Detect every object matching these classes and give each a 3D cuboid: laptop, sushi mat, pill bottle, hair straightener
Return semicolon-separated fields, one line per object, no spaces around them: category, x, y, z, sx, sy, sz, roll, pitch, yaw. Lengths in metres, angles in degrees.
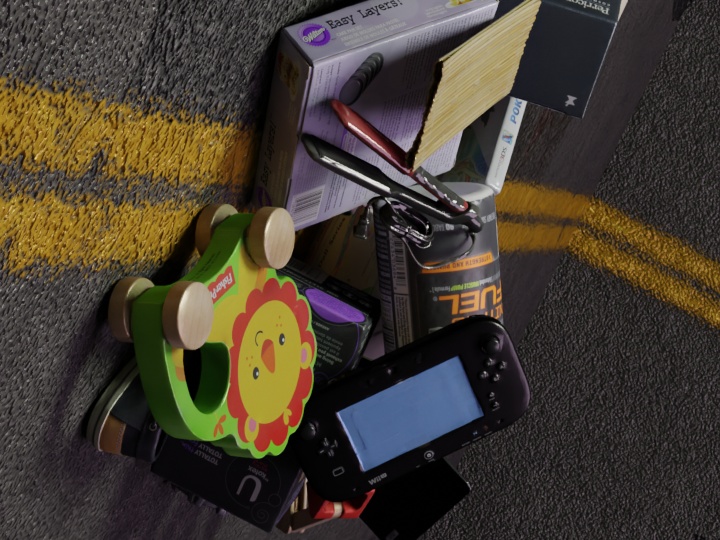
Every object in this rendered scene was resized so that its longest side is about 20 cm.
laptop;0.032;0.140;1.711;0.177;0.102;0.202;130;-28;-52
sushi mat;0.090;-0.151;1.399;0.200;0.012;0.096;-41;154;-54
pill bottle;0.069;0.032;1.517;0.106;0.105;0.202;-33;120;-66
hair straightener;0.023;-0.056;1.392;0.077;0.041;0.199;-46;133;14

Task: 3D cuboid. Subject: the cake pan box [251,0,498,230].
cake pan box;0.009;-0.129;1.421;0.183;0.052;0.201;-22;146;-27

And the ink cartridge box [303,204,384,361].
ink cartridge box;0.000;0.000;1.657;0.118;0.067;0.200;-64;-154;7

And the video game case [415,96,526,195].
video game case;0.091;-0.120;1.705;0.200;0.022;0.184;-29;-144;53

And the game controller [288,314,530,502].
game controller;0.039;0.113;1.454;0.198;0.105;0.042;-25;-162;0

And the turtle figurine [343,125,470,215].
turtle figurine;0.042;-0.142;1.602;0.200;0.100;0.150;-51;164;-24

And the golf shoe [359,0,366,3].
golf shoe;0.065;-0.266;1.468;0.201;0.072;0.092;-59;167;-14

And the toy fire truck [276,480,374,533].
toy fire truck;-0.065;0.191;1.668;0.048;0.142;0.200;2;148;-31

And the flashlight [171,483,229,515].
flashlight;-0.103;0.121;1.630;0.201;0.068;0.068;-64;-164;1

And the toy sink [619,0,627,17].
toy sink;0.198;-0.278;1.908;0.131;0.111;0.200;-65;163;13

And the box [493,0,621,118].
box;0.153;-0.250;1.588;0.201;0.147;0.108;-73;180;-48

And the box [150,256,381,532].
box;-0.078;0.099;1.525;0.201;0.121;0.106;-65;175;13

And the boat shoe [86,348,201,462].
boat shoe;-0.136;0.072;1.391;0.200;0.062;0.075;-55;164;-38

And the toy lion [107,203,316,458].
toy lion;-0.096;0.061;1.340;0.200;0.068;0.193;-45;132;-52
